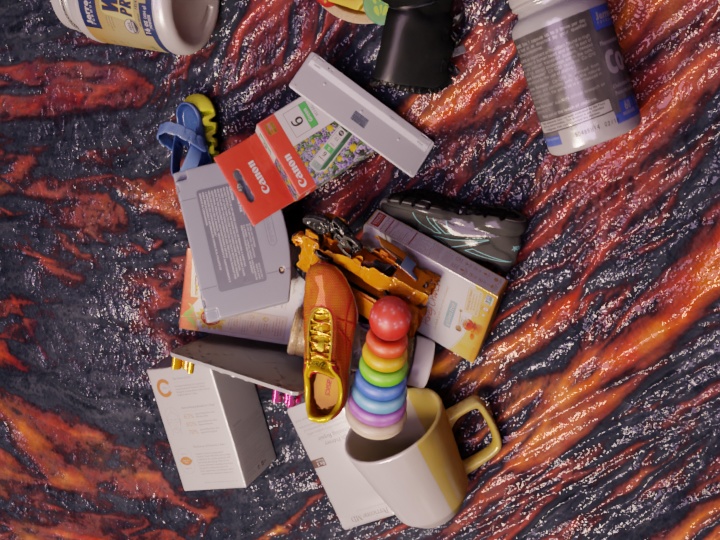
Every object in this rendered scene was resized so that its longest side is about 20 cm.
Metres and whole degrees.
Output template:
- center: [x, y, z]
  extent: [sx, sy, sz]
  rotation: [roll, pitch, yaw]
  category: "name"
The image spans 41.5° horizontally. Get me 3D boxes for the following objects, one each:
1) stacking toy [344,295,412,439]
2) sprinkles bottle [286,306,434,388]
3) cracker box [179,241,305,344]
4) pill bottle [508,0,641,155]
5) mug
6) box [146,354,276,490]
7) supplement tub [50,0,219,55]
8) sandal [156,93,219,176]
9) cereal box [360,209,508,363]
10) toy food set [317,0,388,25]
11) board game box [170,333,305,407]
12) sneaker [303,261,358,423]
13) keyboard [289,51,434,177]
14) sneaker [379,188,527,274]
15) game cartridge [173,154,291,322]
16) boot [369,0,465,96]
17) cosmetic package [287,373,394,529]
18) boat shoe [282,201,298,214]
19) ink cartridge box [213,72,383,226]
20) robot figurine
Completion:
- center: [0.027, 0.117, 1.207]
  extent: [0.084, 0.086, 0.203]
  rotation: [20, 130, 18]
  category: "stacking toy"
- center: [0.001, 0.105, 1.295]
  extent: [0.196, 0.069, 0.070]
  rotation: [14, 113, -2]
  category: "sprinkles bottle"
- center: [-0.148, 0.027, 1.330]
  extent: [0.195, 0.058, 0.136]
  rotation: [10, 121, -6]
  category: "cracker box"
- center: [0.238, -0.245, 1.081]
  extent: [0.112, 0.114, 0.204]
  rotation: [-16, 99, 28]
  category: "pill bottle"
- center: [0.090, 0.264, 1.297]
  extent: [0.184, 0.150, 0.155]
  rotation: [-14, 116, 33]
  category: "mug"
- center: [-0.227, 0.222, 1.462]
  extent: [0.122, 0.097, 0.204]
  rotation: [-9, 103, 28]
  category: "box"
- center: [-0.304, -0.376, 1.283]
  extent: [0.196, 0.144, 0.148]
  rotation: [13, 111, 21]
  category: "supplement tub"
- center: [-0.235, -0.143, 1.351]
  extent: [0.078, 0.086, 0.204]
  rotation: [-10, 101, 42]
  category: "sandal"
- center: [0.086, 0.022, 1.253]
  extent: [0.197, 0.040, 0.145]
  rotation: [28, 141, 15]
  category: "cereal box"
- center: [0.004, -0.410, 1.179]
  extent: [0.195, 0.049, 0.204]
  rotation: [21, 114, 18]
  category: "toy food set"
- center: [-0.133, 0.130, 1.327]
  extent: [0.196, 0.199, 0.026]
  rotation: [15, 102, 20]
  category: "board game box"
- center: [-0.040, 0.091, 1.191]
  extent: [0.071, 0.077, 0.205]
  rotation: [-2, 98, 11]
  category: "sneaker"
- center: [0.003, -0.200, 1.223]
  extent: [0.198, 0.011, 0.057]
  rotation: [36, 85, -5]
  category: "keyboard"
- center: [0.113, -0.051, 1.225]
  extent: [0.196, 0.075, 0.081]
  rotation: [15, 115, 21]
  category: "sneaker"
- center: [-0.162, -0.045, 1.256]
  extent: [0.130, 0.040, 0.204]
  rotation: [-13, 84, -6]
  category: "game cartridge"
- center: [0.040, -0.296, 1.124]
  extent: [0.073, 0.195, 0.166]
  rotation: [44, 131, 51]
  category: "boot"
- center: [-0.015, 0.265, 1.389]
  extent: [0.100, 0.074, 0.203]
  rotation: [-24, 94, 30]
  category: "cosmetic package"
- center: [-0.131, -0.117, 1.321]
  extent: [0.201, 0.074, 0.087]
  rotation: [-39, 88, 29]
  category: "boat shoe"
- center: [-0.081, -0.157, 1.235]
  extent: [0.198, 0.050, 0.110]
  rotation: [-33, 92, -10]
  category: "ink cartridge box"
- center: [0.000, 0.000, 1.224]
  extent: [0.198, 0.058, 0.146]
  rotation: [32, 141, 11]
  category: "robot figurine"
